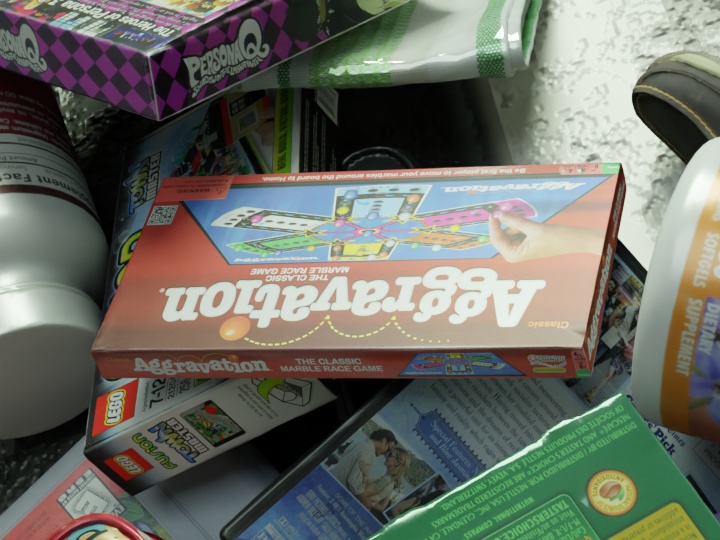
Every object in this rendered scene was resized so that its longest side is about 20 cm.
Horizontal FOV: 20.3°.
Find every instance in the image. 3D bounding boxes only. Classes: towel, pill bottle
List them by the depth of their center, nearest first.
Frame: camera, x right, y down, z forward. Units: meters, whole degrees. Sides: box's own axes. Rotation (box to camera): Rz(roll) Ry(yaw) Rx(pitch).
[{"bbox_3d":[0.207,0.026,0.718,0.200,0.112,0.112,15,68,19],"label":"pill bottle"},{"bbox_3d":[-0.016,-0.124,0.936,0.199,0.031,0.149,-1,27,12],"label":"towel"},{"bbox_3d":[-0.183,-0.024,0.949,0.113,0.113,0.200,-27,56,5],"label":"pill bottle"}]

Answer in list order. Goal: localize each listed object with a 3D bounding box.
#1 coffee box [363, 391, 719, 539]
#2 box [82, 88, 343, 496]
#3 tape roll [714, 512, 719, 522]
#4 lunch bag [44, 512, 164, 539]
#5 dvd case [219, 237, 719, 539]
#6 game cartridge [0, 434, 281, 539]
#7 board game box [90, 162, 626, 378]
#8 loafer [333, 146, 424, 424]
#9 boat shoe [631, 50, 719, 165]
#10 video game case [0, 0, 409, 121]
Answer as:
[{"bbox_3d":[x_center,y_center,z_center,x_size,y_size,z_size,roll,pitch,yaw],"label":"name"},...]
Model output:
[{"bbox_3d":[0.090,0.150,0.651,0.123,0.044,0.200,-29,64,-15],"label":"coffee box"},{"bbox_3d":[-0.061,-0.004,0.890,0.110,0.035,0.200,-27,38,22],"label":"box"},{"bbox_3d":[0.170,0.185,0.711,0.200,0.085,0.200,-9,59,15],"label":"tape roll"},{"bbox_3d":[-0.090,0.213,0.770,0.176,0.082,0.200,-45,75,-6],"label":"lunch bag"},{"bbox_3d":[0.064,0.091,0.793,0.200,0.018,0.143,-41,88,-10],"label":"dvd case"},{"bbox_3d":[-0.113,0.150,0.870,0.200,0.041,0.133,-45,60,-7],"label":"game cartridge"},{"bbox_3d":[0.000,0.000,0.797,0.199,0.019,0.103,-1,45,19],"label":"board game box"},{"bbox_3d":[0.017,0.024,0.869,0.068,0.070,0.201,-17,57,13],"label":"loafer"},{"bbox_3d":[0.173,-0.018,0.832,0.073,0.075,0.200,-40,54,-5],"label":"boat shoe"},{"bbox_3d":[-0.088,-0.134,0.916,0.200,0.036,0.181,20,38,41],"label":"video game case"}]
